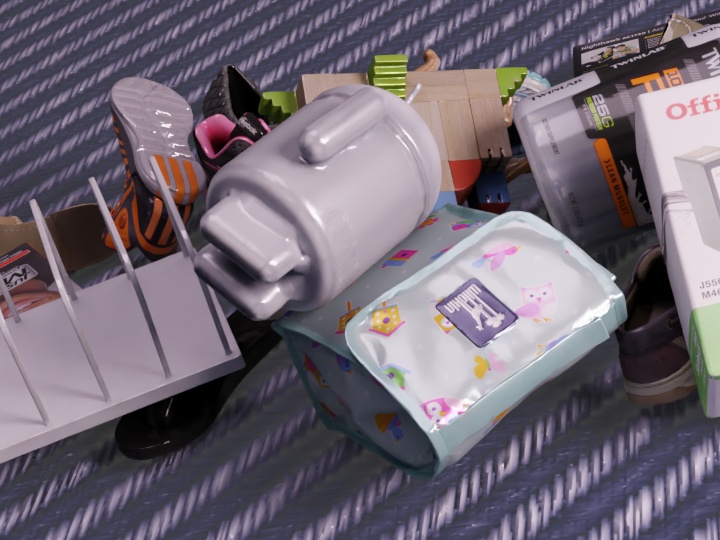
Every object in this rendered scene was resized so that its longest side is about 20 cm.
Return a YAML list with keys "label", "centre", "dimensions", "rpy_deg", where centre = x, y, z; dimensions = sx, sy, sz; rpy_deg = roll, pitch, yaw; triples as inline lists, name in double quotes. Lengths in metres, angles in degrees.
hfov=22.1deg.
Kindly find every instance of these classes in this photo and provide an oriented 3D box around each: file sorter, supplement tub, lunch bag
- label: "file sorter"
  centre: [-0.207, 0.022, 1.326]
  dimensions: [0.199, 0.125, 0.139]
  rpy_deg: [-21, 41, -7]
- label: "supplement tub"
  centre: [0.218, -0.097, 1.302]
  dimensions: [0.199, 0.123, 0.123]
  rpy_deg: [-22, 29, 7]
- label: "lunch bag"
  centre: [0.062, 0.045, 1.214]
  dimensions: [0.170, 0.122, 0.200]
  rpy_deg: [-34, 21, -18]

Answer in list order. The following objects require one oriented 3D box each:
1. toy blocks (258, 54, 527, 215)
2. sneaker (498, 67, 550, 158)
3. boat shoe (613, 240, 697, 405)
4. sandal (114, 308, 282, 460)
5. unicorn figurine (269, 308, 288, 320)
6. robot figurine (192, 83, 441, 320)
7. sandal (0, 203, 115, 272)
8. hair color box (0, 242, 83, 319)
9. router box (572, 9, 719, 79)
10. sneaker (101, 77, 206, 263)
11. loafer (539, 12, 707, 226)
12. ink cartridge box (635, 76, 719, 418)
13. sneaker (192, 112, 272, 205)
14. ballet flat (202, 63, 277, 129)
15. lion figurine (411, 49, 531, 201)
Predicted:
- label: "toy blocks"
  centre: [0.034, -0.075, 1.360]
  dimensions: [0.199, 0.100, 0.137]
  rpy_deg: [-4, 67, -14]
- label: "sneaker"
  centre: [0.064, -0.115, 1.543]
  dimensions: [0.199, 0.078, 0.086]
  rpy_deg: [-14, 34, 12]
- label: "boat shoe"
  centre: [0.217, 0.011, 1.252]
  dimensions: [0.072, 0.065, 0.200]
  rpy_deg: [-4, 32, 29]
- label: "sandal"
  centre: [-0.121, 0.069, 1.380]
  dimensions: [0.075, 0.045, 0.200]
  rpy_deg: [7, 39, 36]
- label: "unicorn figurine"
  centre: [0.000, 0.000, 1.406]
  dimensions: [0.137, 0.074, 0.200]
  rpy_deg: [-7, 13, 16]
- label: "robot figurine"
  centre: [-0.023, -0.050, 1.233]
  dimensions: [0.113, 0.170, 0.200]
  rpy_deg: [40, 55, 14]
- label: "sandal"
  centre: [-0.309, -0.014, 1.634]
  dimensions: [0.211, 0.078, 0.070]
  rpy_deg: [-12, -1, 1]
- label: "hair color box"
  centre: [-0.264, 0.053, 1.478]
  dimensions: [0.101, 0.061, 0.200]
  rpy_deg: [-31, 33, -19]
- label: "router box"
  centre: [0.276, -0.157, 1.507]
  dimensions: [0.199, 0.051, 0.149]
  rpy_deg: [-12, 29, 13]
- label: "sneaker"
  centre: [-0.190, -0.080, 1.579]
  dimensions: [0.077, 0.112, 0.200]
  rpy_deg: [13, 31, -20]
- label: "loafer"
  centre: [0.202, -0.115, 1.407]
  dimensions: [0.200, 0.070, 0.075]
  rpy_deg: [-48, -1, -4]
- label: "ink cartridge box"
  centre: [0.264, -0.025, 1.160]
  dimensions: [0.145, 0.084, 0.201]
  rpy_deg: [-13, 65, 4]
- label: "sneaker"
  centre: [-0.077, -0.085, 1.559]
  dimensions: [0.079, 0.096, 0.200]
  rpy_deg: [-36, 34, -31]
- label: "ballet flat"
  centre: [-0.095, -0.141, 1.688]
  dimensions: [0.066, 0.057, 0.200]
  rpy_deg: [-1, 19, -30]
- label: "lion figurine"
  centre: [0.057, -0.100, 1.458]
  dimensions: [0.122, 0.073, 0.200]
  rpy_deg: [-45, 44, -17]
